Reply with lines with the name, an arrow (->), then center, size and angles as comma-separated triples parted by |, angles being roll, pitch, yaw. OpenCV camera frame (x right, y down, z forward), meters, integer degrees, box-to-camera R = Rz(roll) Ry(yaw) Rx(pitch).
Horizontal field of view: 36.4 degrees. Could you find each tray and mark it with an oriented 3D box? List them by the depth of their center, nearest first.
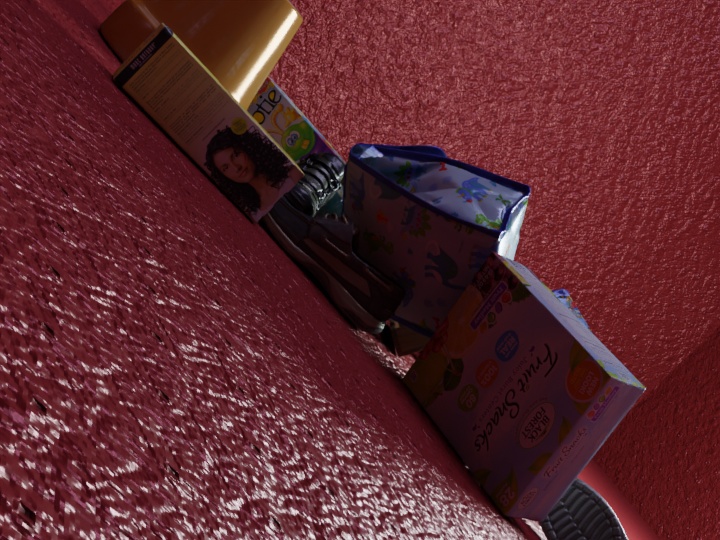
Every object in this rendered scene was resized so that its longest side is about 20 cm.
tray -> 0.087, 0.062, 1.358 | 0.200, 0.097, 0.038 | -82, 154, -84

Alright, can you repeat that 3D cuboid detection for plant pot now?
plant pot -> -0.172, -0.276, 1.289 | 0.200, 0.183, 0.200 | 47, 4, -4

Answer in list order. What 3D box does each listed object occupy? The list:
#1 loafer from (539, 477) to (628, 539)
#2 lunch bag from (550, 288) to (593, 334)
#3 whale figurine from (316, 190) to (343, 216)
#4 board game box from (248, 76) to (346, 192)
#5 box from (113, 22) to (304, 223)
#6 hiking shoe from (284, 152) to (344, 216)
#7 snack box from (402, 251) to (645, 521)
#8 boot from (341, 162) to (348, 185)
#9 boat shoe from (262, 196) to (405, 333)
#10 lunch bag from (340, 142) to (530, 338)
loafer -> 0.247, 0.296, 1.120 | 0.201, 0.075, 0.070 | 53, -7, 8
lunch bag -> 0.181, 0.145, 1.183 | 0.093, 0.201, 0.152 | -2, 46, -27
whale figurine -> 0.007, -0.034, 1.446 | 0.199, 0.160, 0.104 | 35, 47, 3
board game box -> -0.104, -0.171, 1.552 | 0.200, 0.103, 0.105 | 49, 5, 25
box -> -0.148, -0.145, 1.082 | 0.200, 0.075, 0.050 | 45, 4, -19
hiking shoe -> -0.066, -0.103, 1.284 | 0.076, 0.101, 0.200 | 43, 0, -7
snack box -> 0.151, 0.110, 1.062 | 0.067, 0.170, 0.200 | 18, 23, -43
boot -> 0.044, -0.109, 1.528 | 0.075, 0.075, 0.199 | 11, -11, 34
boat shoe -> -0.030, -0.025, 1.164 | 0.200, 0.073, 0.074 | 47, 4, 0
lunch bag -> 0.068, -0.034, 1.194 | 0.197, 0.172, 0.128 | 20, 38, 16
